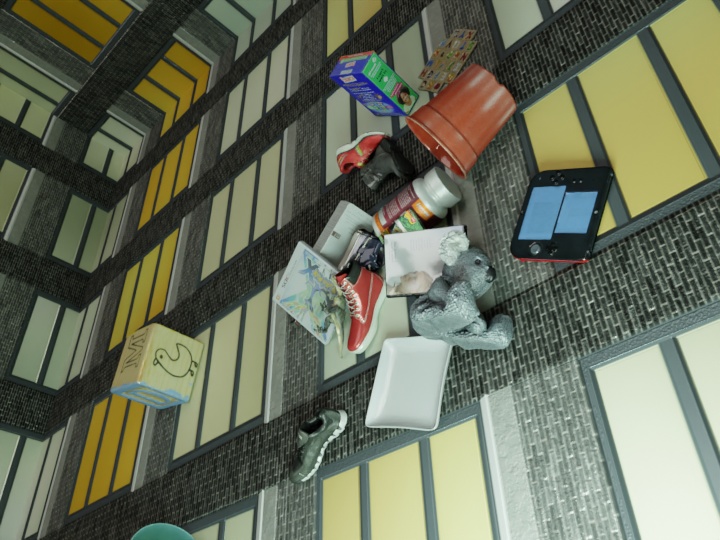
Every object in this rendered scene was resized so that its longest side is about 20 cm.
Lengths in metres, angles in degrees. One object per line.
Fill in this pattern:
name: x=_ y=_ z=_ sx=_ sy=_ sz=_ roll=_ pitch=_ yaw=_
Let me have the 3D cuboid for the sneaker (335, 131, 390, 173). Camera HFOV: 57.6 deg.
sneaker: x=0.012 y=-0.334 z=1.881 sx=0.199 sy=0.077 sz=0.086 roll=-22 pitch=69 yaw=42

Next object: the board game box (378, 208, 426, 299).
board game box: x=0.128 y=-0.028 z=1.459 sx=0.105 sy=0.023 sz=0.201 roll=-40 pitch=68 yaw=22

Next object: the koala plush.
koala plush: x=0.196 y=0.034 z=1.276 sx=0.183 sy=0.177 sz=0.201 roll=-10 pitch=55 yaw=46

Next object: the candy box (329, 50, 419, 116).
candy box: x=0.039 y=-0.524 z=1.857 sx=0.169 sy=0.199 sz=0.077 roll=19 pitch=79 yaw=54

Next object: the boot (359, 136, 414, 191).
boot: x=0.067 y=-0.262 z=1.761 sx=0.132 sy=0.069 sz=0.200 roll=-52 pitch=28 yaw=20

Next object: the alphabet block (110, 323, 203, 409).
alphabet block: x=-0.649 y=0.310 z=2.094 sx=0.195 sy=0.195 sz=0.201 roll=-19 pitch=52 yaw=40

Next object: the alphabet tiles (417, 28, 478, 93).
alphabet tiles: x=0.241 y=-0.585 z=1.823 sx=0.201 sy=0.006 sz=0.166 roll=-57 pitch=36 yaw=3

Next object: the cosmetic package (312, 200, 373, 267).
cosmetic package: x=-0.052 y=-0.072 z=1.716 sx=0.201 sy=0.101 sz=0.074 roll=-61 pitch=24 yaw=-2

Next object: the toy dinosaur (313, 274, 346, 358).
toy dinosaur: x=-0.065 y=0.111 z=1.552 sx=0.047 sy=0.088 sz=0.202 roll=0 pitch=89 yaw=41

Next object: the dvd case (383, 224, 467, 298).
dvd case: x=0.141 y=-0.017 z=1.426 sx=0.199 sy=0.018 sz=0.144 roll=-6 pitch=83 yaw=31

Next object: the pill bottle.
pill bottle: x=0.132 y=-0.142 z=1.537 sx=0.200 sy=0.114 sz=0.115 roll=-40 pitch=39 yaw=25

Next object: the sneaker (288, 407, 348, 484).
sneaker: x=-0.116 y=0.386 z=1.471 sx=0.201 sy=0.090 sz=0.066 roll=-55 pitch=34 yaw=5

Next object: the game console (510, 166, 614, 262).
game console: x=0.387 y=-0.109 z=1.274 sx=0.176 sy=0.031 sz=0.201 roll=2 pitch=67 yaw=52

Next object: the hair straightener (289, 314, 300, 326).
hair straightener: x=-0.125 y=0.102 z=1.746 sx=0.199 sy=0.041 sz=0.078 roll=-26 pitch=46 yaw=43

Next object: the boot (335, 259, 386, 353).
boot: x=-0.021 y=0.083 z=1.533 sx=0.072 sy=0.144 sz=0.201 roll=-1 pitch=65 yaw=48

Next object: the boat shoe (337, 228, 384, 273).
boat shoe: x=0.000 y=0.000 z=1.636 sx=0.092 sy=0.074 sz=0.201 roll=23 pitch=94 yaw=38

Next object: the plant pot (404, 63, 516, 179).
plant pot: x=0.240 y=-0.351 z=1.510 sx=0.195 sy=0.201 sz=0.201 roll=-45 pitch=36 yaw=4

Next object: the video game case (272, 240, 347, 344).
video game case: x=-0.118 y=0.055 z=1.654 sx=0.200 sy=0.022 sz=0.183 roll=37 pitch=114 yaw=23

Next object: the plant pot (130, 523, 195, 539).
plant pot: x=-0.503 y=0.753 z=1.596 sx=0.161 sy=0.199 sz=0.201 roll=-55 pitch=34 yaw=23

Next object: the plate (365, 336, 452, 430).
plate: x=0.107 y=0.234 z=1.362 sx=0.199 sy=0.032 sz=0.201 roll=-11 pitch=56 yaw=45
